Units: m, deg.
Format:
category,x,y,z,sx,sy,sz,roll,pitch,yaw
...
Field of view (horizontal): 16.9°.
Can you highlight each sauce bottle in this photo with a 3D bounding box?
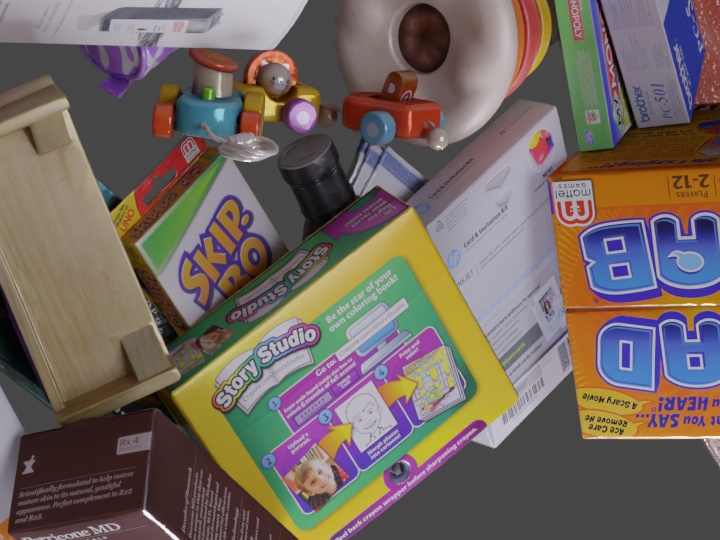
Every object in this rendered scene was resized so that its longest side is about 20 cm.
category,x,y,z,sx,sy,sz,roll,pitch,yaw
sauce bottle,0.000,0.000,1.646,0.065,0.064,0.201,-44,125,-27

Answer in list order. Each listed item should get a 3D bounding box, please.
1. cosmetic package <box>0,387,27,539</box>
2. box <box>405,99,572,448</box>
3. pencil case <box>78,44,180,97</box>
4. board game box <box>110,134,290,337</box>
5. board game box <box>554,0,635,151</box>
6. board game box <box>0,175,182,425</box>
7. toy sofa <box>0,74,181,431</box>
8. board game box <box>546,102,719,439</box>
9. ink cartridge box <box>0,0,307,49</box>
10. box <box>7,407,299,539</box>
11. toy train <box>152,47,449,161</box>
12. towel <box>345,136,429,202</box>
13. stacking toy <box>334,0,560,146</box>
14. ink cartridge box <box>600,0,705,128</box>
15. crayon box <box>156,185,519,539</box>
category,x,y,z,sx,sy,sz,roll,pitch,yaw
cosmetic package,-0.257,0.122,1.476,0.101,0.071,0.201,-40,118,-29
box,0.106,0.003,1.759,0.156,0.041,0.201,-42,131,-32
pencil case,-0.099,-0.198,1.566,0.199,0.084,0.086,-34,139,-30
board game box,-0.085,0.012,1.599,0.096,0.030,0.201,-48,121,-27
board game box,0.172,-0.202,1.780,0.135,0.029,0.202,-46,129,-65
board game box,-0.175,0.022,1.558,0.200,0.028,0.136,43,66,-35
toy sofa,-0.187,-0.012,1.481,0.082,0.098,0.201,-24,108,-9
board game box,0.272,-0.005,1.773,0.200,0.198,0.202,-36,121,-61
ink cartridge box,-0.139,-0.215,1.459,0.198,0.085,0.147,0,70,-23
box,-0.121,0.167,1.497,0.200,0.099,0.075,49,37,-46
toy train,-0.040,-0.112,1.566,0.199,0.149,0.056,-9,108,-48
towel,0.005,0.022,1.714,0.147,0.024,0.201,37,74,-39
stacking toy,0.088,-0.168,1.712,0.199,0.145,0.148,-13,104,-55
ink cartridge box,0.204,-0.212,1.762,0.094,0.044,0.201,-71,148,-47
crayon box,-0.017,0.074,1.594,0.199,0.058,0.173,-37,119,-12
